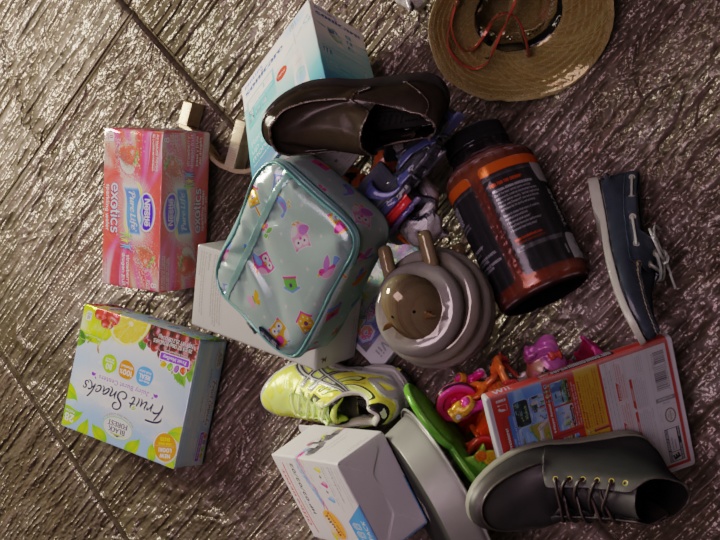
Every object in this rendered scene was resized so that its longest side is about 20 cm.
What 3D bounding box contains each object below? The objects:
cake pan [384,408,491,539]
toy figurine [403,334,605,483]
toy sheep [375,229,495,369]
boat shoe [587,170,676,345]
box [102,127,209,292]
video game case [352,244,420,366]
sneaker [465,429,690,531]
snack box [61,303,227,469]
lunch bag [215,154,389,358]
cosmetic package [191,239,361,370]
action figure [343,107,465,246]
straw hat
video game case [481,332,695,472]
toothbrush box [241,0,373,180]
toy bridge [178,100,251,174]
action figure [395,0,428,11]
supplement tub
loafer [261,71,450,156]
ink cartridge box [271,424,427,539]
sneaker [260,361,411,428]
[{"bbox_3d":[0.081,0.243,1.212,0.037,0.201,0.201,-28,71,-10],"label":"cake pan"},{"bbox_3d":[0.173,0.131,1.188,0.184,0.200,0.150,-40,28,9],"label":"toy figurine"},{"bbox_3d":[0.080,0.037,1.192,0.137,0.199,0.139,-4,82,31],"label":"toy sheep"},{"bbox_3d":[0.278,-0.018,1.158,0.061,0.075,0.201,-15,49,12],"label":"boat shoe"},{"bbox_3d":[-0.260,-0.079,1.457,0.102,0.094,0.202,8,100,30],"label":"box"},{"bbox_3d":[0.000,0.000,1.366,0.200,0.018,0.144,44,108,23],"label":"video game case"},{"bbox_3d":[0.203,0.209,1.079,0.198,0.106,0.075,-17,105,-8],"label":"sneaker"},{"bbox_3d":[-0.283,0.147,1.489,0.199,0.068,0.170,15,95,30],"label":"snack box"},{"bbox_3d":[-0.072,-0.015,1.227,0.160,0.077,0.201,41,123,19],"label":"lunch bag"},{"bbox_3d":[-0.102,0.036,1.366,0.199,0.085,0.109,18,107,32],"label":"cosmetic package"},{"bbox_3d":[0.052,-0.109,1.259,0.200,0.104,0.194,-42,50,23],"label":"action figure"},{"bbox_3d":[0.168,-0.286,1.243,0.201,0.201,0.085,-40,27,21],"label":"straw hat"},{"bbox_3d":[0.229,0.159,1.139,0.198,0.017,0.144,-17,106,-8],"label":"video game case"},{"bbox_3d":[-0.058,-0.190,1.308,0.147,0.085,0.201,-47,32,29],"label":"toothbrush box"},{"bbox_3d":[-0.152,-0.158,1.453,0.199,0.027,0.068,23,101,28],"label":"toy bridge"},{"bbox_3d":[0.079,-0.394,1.310,0.198,0.105,0.195,5,98,4],"label":"action figure"},{"bbox_3d":[0.159,-0.061,1.228,0.106,0.107,0.201,-30,73,25],"label":"supplement tub"},{"bbox_3d":[-0.008,-0.153,1.160,0.198,0.073,0.072,-11,40,11],"label":"loafer"},{"bbox_3d":[-0.025,0.239,1.269,0.200,0.068,0.116,-9,110,60],"label":"ink cartridge box"},{"bbox_3d":[-0.039,0.146,1.338,0.198,0.076,0.076,-7,107,31],"label":"sneaker"}]
